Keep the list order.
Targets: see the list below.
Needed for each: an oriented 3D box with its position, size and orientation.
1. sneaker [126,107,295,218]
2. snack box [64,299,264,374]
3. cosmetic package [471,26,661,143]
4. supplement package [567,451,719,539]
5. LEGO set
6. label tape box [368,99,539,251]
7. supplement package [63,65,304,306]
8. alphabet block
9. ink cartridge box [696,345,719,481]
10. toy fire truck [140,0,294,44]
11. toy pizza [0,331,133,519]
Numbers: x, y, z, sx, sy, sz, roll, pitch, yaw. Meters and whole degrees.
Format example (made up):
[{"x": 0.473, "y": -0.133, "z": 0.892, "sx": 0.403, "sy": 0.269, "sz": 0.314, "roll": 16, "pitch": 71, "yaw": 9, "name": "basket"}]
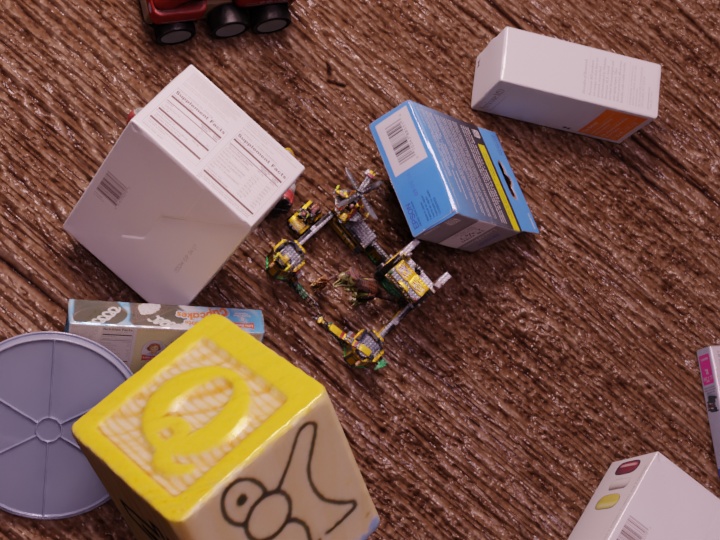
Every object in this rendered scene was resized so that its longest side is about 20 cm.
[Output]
[{"x": -0.162, "y": -0.129, "z": 1.599, "sx": 0.199, "sy": 0.078, "sz": 0.083, "roll": 24, "pitch": 56, "yaw": -14, "name": "sneaker"}, {"x": -0.206, "y": 0.087, "z": 1.502, "sx": 0.198, "sy": 0.117, "sz": 0.037, "roll": 4, "pitch": 42, "yaw": -16, "name": "snack box"}, {"x": 0.241, "y": -0.216, "z": 1.722, "sx": 0.198, "sy": 0.101, "sz": 0.072, "roll": 12, "pitch": 74, "yaw": -13, "name": "cosmetic package"}, {"x": 0.312, "y": 0.329, "z": 1.603, "sx": 0.155, "sy": 0.111, "sz": 0.201, "roll": 37, "pitch": 68, "yaw": -6, "name": "supplement package"}, {"x": 0.000, "y": 0.000, "z": 1.584, "sx": 0.153, "sy": 0.116, "sz": 0.201, "roll": -34, "pitch": 88, "yaw": -21, "name": "LEGO set"}, {"x": 0.107, "y": -0.099, "z": 1.644, "sx": 0.199, "sy": 0.063, "sz": 0.145, "roll": 11, "pitch": 53, "yaw": -57, "name": "label tape box"}, {"x": -0.182, "y": -0.075, "z": 1.484, "sx": 0.156, "sy": 0.200, "sz": 0.111, "roll": 42, "pitch": 46, "yaw": -3, "name": "supplement package"}, {"x": -0.126, "y": 0.199, "z": 1.414, "sx": 0.195, "sy": 0.196, "sz": 0.201, "roll": -40, "pitch": 133, "yaw": -23, "name": "alphabet block"}, {"x": 0.472, "y": 0.185, "z": 1.727, "sx": 0.118, "sy": 0.042, "sz": 0.202, "roll": -4, "pitch": 75, "yaw": -18, "name": "ink cartridge box"}, {"x": -0.138, "y": -0.316, "z": 1.576, "sx": 0.174, "sy": 0.200, "sz": 0.130, "roll": -9, "pitch": 79, "yaw": -19, "name": "toy fire truck"}, {"x": -0.311, "y": 0.154, "z": 1.462, "sx": 0.198, "sy": 0.032, "sz": 0.202, "roll": -3, "pitch": 107, "yaw": -9, "name": "toy pizza"}]
